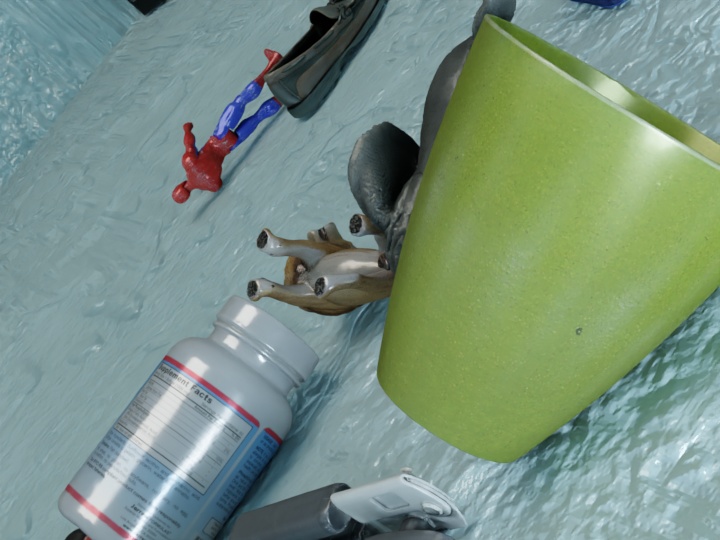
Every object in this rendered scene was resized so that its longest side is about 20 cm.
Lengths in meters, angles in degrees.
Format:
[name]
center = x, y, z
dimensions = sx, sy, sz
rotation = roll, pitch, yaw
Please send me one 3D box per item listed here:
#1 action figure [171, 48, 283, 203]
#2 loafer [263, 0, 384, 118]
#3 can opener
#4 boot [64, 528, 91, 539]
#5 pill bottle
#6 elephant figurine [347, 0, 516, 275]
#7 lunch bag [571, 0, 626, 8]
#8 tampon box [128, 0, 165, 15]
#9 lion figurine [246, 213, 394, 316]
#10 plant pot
[action figure]
center = -0.158, -0.159, 1.671
dimensions = 0.200, 0.065, 0.099
rotation = -53, 30, -12
[loafer]
center = -0.036, -0.258, 1.595
dimensions = 0.072, 0.063, 0.201
rotation = -16, 39, 55
[can opener]
center = -0.014, 0.159, 0.874
dimensions = 0.200, 0.053, 0.067
rotation = -21, 35, 51
[boot]
center = -0.198, 0.241, 1.082
dimensions = 0.200, 0.072, 0.145
rotation = -21, 33, 57
[pill bottle]
center = -0.120, 0.121, 1.068
dimensions = 0.200, 0.109, 0.109
rotation = -54, 22, -11
[elephant figurine]
center = 0.063, -0.043, 0.923
dimensions = 0.200, 0.155, 0.141
rotation = -50, 3, -28
[lunch bag]
center = 0.186, -0.309, 1.147
dimensions = 0.200, 0.132, 0.136
rotation = -49, 21, -1
[tampon box]
center = -0.373, -0.611, 2.758
dimensions = 0.150, 0.126, 0.201
rotation = -22, 34, 49
[lion figurine]
center = 0.000, 0.000, 1.060
dimensions = 0.200, 0.122, 0.073
rotation = 6, 87, 53
[plant pot]
center = 0.098, -0.003, 0.791
dimensions = 0.201, 0.186, 0.187
rotation = -60, 19, 14
